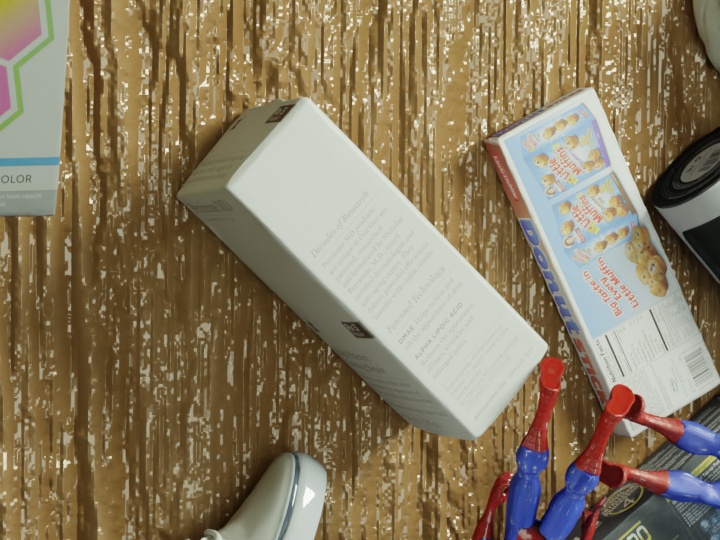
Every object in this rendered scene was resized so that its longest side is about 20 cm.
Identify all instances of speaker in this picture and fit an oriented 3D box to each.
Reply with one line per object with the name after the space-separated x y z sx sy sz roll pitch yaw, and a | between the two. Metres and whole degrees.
0.269 0.006 1.185 0.081 0.081 0.200 -45 106 -14 | speaker

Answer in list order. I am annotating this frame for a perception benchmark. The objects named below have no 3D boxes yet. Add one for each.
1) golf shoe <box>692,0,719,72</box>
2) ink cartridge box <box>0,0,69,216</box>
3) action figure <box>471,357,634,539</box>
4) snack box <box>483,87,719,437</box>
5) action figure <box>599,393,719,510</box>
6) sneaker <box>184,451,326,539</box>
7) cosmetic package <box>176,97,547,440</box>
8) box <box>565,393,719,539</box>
0.275 -0.102 1.179 0.075 0.091 0.200 -37 105 -17 | golf shoe
-0.195 -0.127 0.921 0.103 0.059 0.201 -2 111 -26 | ink cartridge box
0.101 0.144 1.103 0.065 0.052 0.201 19 119 5 | action figure
0.146 -0.004 1.167 0.072 0.024 0.201 -28 101 -17 | snack box
0.246 0.128 1.124 0.199 0.099 0.066 18 85 -21 | action figure
-0.090 0.179 1.058 0.071 0.073 0.200 34 79 -19 | sneaker
0.000 0.000 1.072 0.200 0.102 0.074 43 76 -15 | cosmetic package
0.227 0.179 1.191 0.200 0.049 0.161 -40 106 -15 | box
